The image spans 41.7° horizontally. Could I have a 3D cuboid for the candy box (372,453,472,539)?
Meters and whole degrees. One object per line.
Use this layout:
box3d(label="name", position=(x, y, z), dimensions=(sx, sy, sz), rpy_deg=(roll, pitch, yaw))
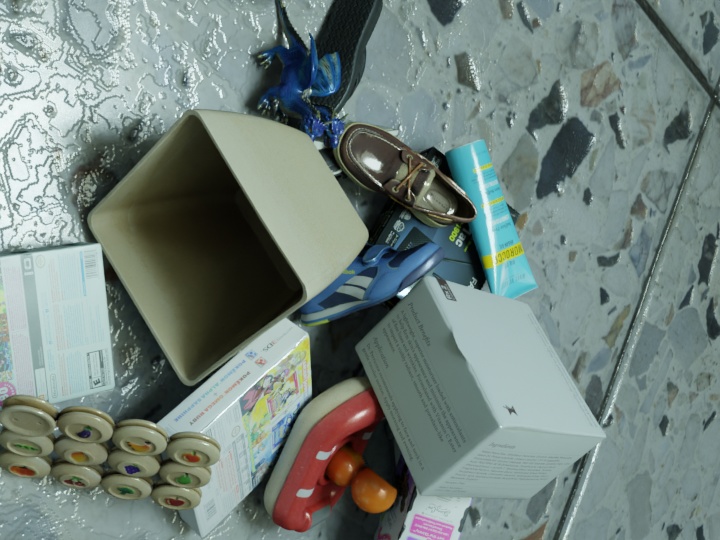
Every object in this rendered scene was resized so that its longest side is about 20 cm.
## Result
box3d(label="candy box", position=(0.073, 0.304, 1.160), dimensions=(0.071, 0.168, 0.201), rpy_deg=(18, 91, -4))

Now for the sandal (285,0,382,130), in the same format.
box3d(label="sandal", position=(-0.021, -0.238, 1.102), dimensions=(0.048, 0.075, 0.201), rpy_deg=(45, 66, -53))

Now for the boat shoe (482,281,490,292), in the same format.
box3d(label="boat shoe", position=(0.135, 0.018, 1.265), dimensions=(0.068, 0.057, 0.201), rpy_deg=(-25, 93, -24))

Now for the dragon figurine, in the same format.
box3d(label="dragon figurine", position=(-0.058, -0.220, 1.039), dimensions=(0.059, 0.099, 0.201), rpy_deg=(23, 67, -53))

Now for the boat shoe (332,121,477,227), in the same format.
box3d(label="boat shoe", position=(0.058, -0.107, 1.085), dimensions=(0.200, 0.072, 0.072), rpy_deg=(34, 79, -34))

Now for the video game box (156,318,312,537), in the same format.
box3d(label="video game box", position=(-0.127, 0.170, 1.012), dimensions=(0.182, 0.047, 0.200), rpy_deg=(-39, 151, -29))

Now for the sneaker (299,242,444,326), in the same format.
box3d(label="sneaker", position=(0.000, 0.000, 1.074), dimensions=(0.074, 0.200, 0.082), rpy_deg=(-29, 97, -62))

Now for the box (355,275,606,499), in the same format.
box3d(label="box", position=(0.131, 0.134, 1.050), dimensions=(0.200, 0.199, 0.131), rpy_deg=(15, 129, -43))

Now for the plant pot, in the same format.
box3d(label="plant pot", position=(-0.113, -0.036, 0.946), dimensions=(0.177, 0.200, 0.200), rpy_deg=(-25, 82, -54))

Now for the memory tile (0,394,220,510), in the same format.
box3d(label="memory tile", position=(-0.237, 0.175, 0.885), dimensions=(0.199, 0.153, 0.017), rpy_deg=(15, 50, -12))

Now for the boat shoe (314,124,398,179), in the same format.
box3d(label="boat shoe", position=(-0.036, -0.131, 1.098), dimensions=(0.200, 0.074, 0.061), rpy_deg=(-20, 114, -41))

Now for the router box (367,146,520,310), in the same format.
box3d(label="router box", position=(0.092, -0.032, 1.189), dimensions=(0.150, 0.062, 0.200), rpy_deg=(35, 70, -14))

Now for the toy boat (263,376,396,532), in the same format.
box3d(label="toy boat", position=(-0.014, 0.224, 1.077), dimensions=(0.130, 0.131, 0.200), rpy_deg=(-11, 129, -59))

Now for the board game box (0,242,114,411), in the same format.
box3d(label="board game box", position=(-0.337, 0.058, 0.871), dimensions=(0.200, 0.064, 0.148), rpy_deg=(-10, 101, -40))

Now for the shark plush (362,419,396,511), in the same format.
box3d(label="shark plush", position=(0.036, 0.195, 1.188), dimensions=(0.091, 0.083, 0.201), rpy_deg=(31, 75, -38))

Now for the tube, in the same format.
box3d(label="tube", position=(0.159, -0.060, 1.165), dimensions=(0.077, 0.050, 0.201), rpy_deg=(-22, 95, -28))
